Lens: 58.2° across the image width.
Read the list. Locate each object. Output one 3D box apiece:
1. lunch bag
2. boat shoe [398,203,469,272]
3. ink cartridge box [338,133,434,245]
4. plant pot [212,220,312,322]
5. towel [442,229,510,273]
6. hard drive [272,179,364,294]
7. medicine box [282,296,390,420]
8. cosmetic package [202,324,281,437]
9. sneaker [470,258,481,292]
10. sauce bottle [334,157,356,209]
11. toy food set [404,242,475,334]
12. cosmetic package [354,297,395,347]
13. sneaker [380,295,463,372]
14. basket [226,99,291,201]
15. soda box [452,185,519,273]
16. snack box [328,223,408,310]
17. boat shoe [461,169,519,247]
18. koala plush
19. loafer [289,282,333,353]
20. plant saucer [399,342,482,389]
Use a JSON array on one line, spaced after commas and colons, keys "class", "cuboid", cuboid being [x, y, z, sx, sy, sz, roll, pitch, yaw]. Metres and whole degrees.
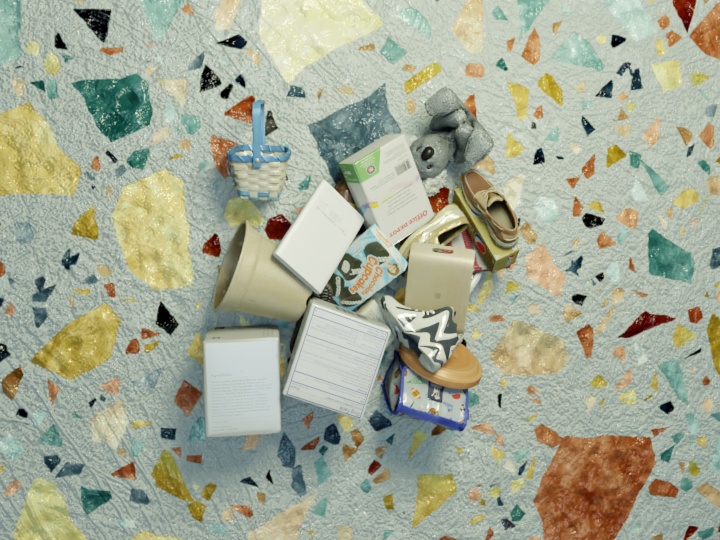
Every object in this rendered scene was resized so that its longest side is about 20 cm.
[{"class": "lunch bag", "cuboid": [0.146, 0.276, 1.447, 0.165, 0.201, 0.127, 17, 105, -8]}, {"class": "boat shoe", "cuboid": [0.159, -0.063, 1.449, 0.200, 0.074, 0.067, -44, 62, 0]}, {"class": "ink cartridge box", "cuboid": [0.060, -0.177, 1.435, 0.143, 0.083, 0.204, -32, 111, -20]}, {"class": "plant pot", "cuboid": [-0.203, 0.022, 1.404, 0.179, 0.200, 0.206, 21, 91, -20]}, {"class": "towel", "cuboid": [0.241, -0.060, 1.501, 0.194, 0.023, 0.148, -9, 64, -5]}, {"class": "hard drive", "cuboid": [-0.086, -0.073, 1.381, 0.131, 0.025, 0.203, 41, 65, -21]}, {"class": "medicine box", "cuboid": [-0.054, 0.186, 1.380, 0.177, 0.103, 0.206, 19, 92, -9]}, {"class": "cosmetic package", "cuboid": [-0.254, 0.234, 1.410, 0.159, 0.165, 0.207, -1, 95, -8]}, {"class": "sneaker", "cuboid": [0.195, 0.029, 1.507, 0.113, 0.075, 0.202, 38, 90, -11]}, {"class": "sauce bottle", "cuboid": [-0.037, -0.150, 1.467, 0.064, 0.066, 0.206, 15, 93, -9]}, {"class": "toy food set", "cuboid": [0.172, 0.043, 1.434, 0.139, 0.061, 0.206, 8, 114, 10]}, {"class": "cosmetic package", "cuboid": [-0.011, 0.169, 1.481, 0.200, 0.087, 0.104, -44, 97, -2]}, {"class": "sneaker", "cuboid": [0.141, 0.107, 1.401, 0.128, 0.081, 0.199, -33, 56, -21]}, {"class": "basket", "cuboid": [-0.216, -0.256, 1.378, 0.134, 0.177, 0.207, 4, 104, -5]}, {"class": "soda box", "cuboid": [0.282, -0.102, 1.471, 0.062, 0.068, 0.204, -22, 66, -7]}, {"class": "snack box", "cuboid": [0.000, 0.000, 1.441, 0.117, 0.037, 0.199, 47, 124, -7]}, {"class": "boat shoe", "cuboid": [0.288, -0.148, 1.414, 0.074, 0.072, 0.203, -27, 66, -11]}, {"class": "koala plush", "cuboid": [0.181, -0.279, 1.462, 0.199, 0.184, 0.178, -42, 89, 18]}, {"class": "loafer", "cuboid": [-0.106, 0.109, 1.471, 0.071, 0.071, 0.204, 19, 109, -9]}, {"class": "plant saucer", "cuboid": [0.183, 0.193, 1.455, 0.194, 0.201, 0.033, 15, 113, -9]}]
